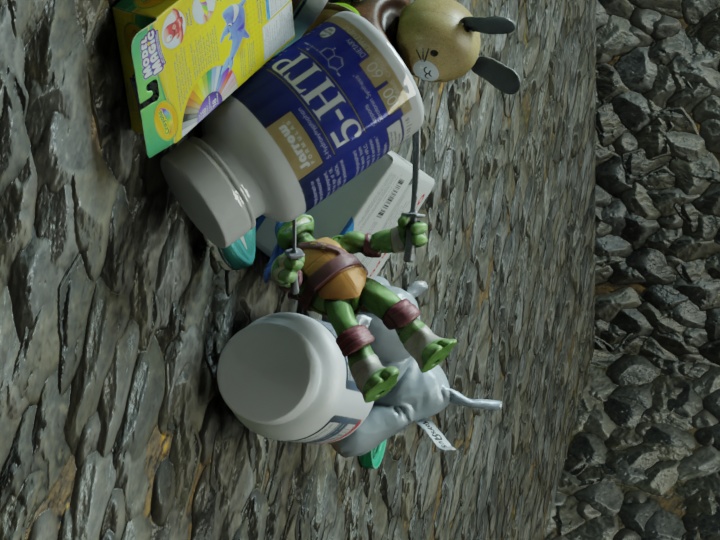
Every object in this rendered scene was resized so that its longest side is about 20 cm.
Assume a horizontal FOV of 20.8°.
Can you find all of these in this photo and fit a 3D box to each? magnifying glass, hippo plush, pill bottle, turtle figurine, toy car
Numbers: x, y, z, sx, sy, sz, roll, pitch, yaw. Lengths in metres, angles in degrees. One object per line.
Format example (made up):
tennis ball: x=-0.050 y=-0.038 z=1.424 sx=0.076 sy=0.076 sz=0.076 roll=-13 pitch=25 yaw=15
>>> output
magnifying glass: x=0.020 y=0.148 z=2.384 sx=0.080 sy=0.022 sz=0.201 roll=-52 pitch=146 yaw=-63
hippo plush: x=0.012 y=0.095 z=2.054 sx=0.159 sy=0.200 sz=0.161 roll=-39 pitch=134 yaw=-22
pill bottle: x=-0.058 y=-0.111 z=1.606 sx=0.200 sy=0.120 sz=0.120 roll=-37 pitch=149 yaw=-15
turtle figurine: x=0.000 y=0.000 z=1.718 sx=0.200 sy=0.194 sz=0.144 roll=-43 pitch=163 yaw=27
toy car: x=0.064 y=-0.222 z=2.009 sx=0.165 sy=0.199 sz=0.158 roll=78 pitch=24 yaw=-53
pill bottle: x=-0.062 y=0.101 z=1.845 sx=0.200 sy=0.119 sz=0.120 roll=26 pitch=72 yaw=-75

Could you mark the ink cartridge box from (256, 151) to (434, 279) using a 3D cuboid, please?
ink cartridge box: x=-0.015 y=-0.060 z=1.924 sx=0.146 sy=0.084 sz=0.200 roll=-56 pitch=167 yaw=4

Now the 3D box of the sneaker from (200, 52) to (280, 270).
sneaker: x=-0.097 y=-0.095 z=1.691 sx=0.077 sy=0.079 sz=0.201 roll=-36 pitch=132 yaw=-70

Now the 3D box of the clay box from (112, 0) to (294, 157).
clay box: x=-0.126 y=-0.187 z=1.528 sx=0.200 sy=0.047 sz=0.115 roll=-45 pitch=144 yaw=-40

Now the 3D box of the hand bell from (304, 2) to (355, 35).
hand bell: x=-0.014 y=-0.173 z=1.906 sx=0.200 sy=0.103 sz=0.105 roll=47 pitch=52 yaw=-69

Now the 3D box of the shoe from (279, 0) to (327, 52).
shoe: x=-0.086 y=-0.234 z=1.691 sx=0.072 sy=0.091 sz=0.200 roll=-66 pitch=-170 yaw=-22
